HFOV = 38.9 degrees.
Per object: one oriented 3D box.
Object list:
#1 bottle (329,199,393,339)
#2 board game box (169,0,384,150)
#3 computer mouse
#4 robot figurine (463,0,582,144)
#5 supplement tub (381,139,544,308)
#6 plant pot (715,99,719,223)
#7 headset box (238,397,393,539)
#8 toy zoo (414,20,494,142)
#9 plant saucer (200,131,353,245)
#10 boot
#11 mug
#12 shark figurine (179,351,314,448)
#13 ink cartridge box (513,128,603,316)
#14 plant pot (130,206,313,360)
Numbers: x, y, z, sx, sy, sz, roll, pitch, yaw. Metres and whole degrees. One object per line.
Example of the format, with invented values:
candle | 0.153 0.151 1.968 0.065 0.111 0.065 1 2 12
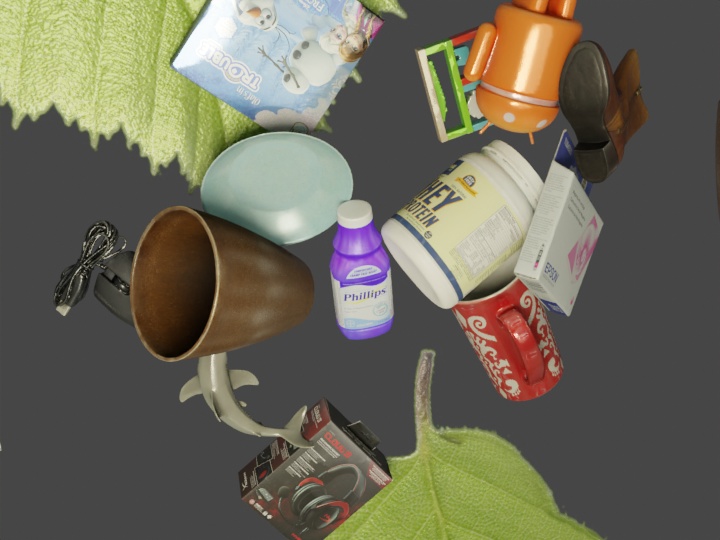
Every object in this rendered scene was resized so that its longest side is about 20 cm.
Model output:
bottle | 0.000 0.000 1.389 0.082 0.066 0.202 -11 127 -8
board game box | -0.105 -0.288 1.280 0.199 0.043 0.200 30 104 -22
computer mouse | -0.300 0.037 1.367 0.199 0.053 0.139 30 102 -21
robot figurine | 0.214 -0.264 1.296 0.143 0.116 0.202 -16 125 -56
supplement tub | 0.143 -0.064 1.362 0.200 0.145 0.145 -40 115 -6
plant pot | 0.573 -0.155 1.423 0.185 0.187 0.202 -22 101 -2
headset box | -0.060 0.299 1.514 0.200 0.075 0.149 -41 114 6
toy zoo | 0.183 -0.266 1.364 0.198 0.020 0.132 -20 115 -4
plant saucer | -0.110 -0.114 1.330 0.198 0.039 0.202 -7 139 -6
boot | 0.332 -0.239 1.321 0.068 0.200 0.190 0 123 38
mug | 0.204 0.091 1.441 0.132 0.178 0.201 -13 123 24
shark figurine | -0.174 0.197 1.433 0.128 0.090 0.215 -40 105 10
ink cartridge box | 0.277 -0.057 1.361 0.196 0.043 0.202 33 77 -62
plant pot | -0.162 0.022 1.315 0.199 0.187 0.189 5 114 -45
